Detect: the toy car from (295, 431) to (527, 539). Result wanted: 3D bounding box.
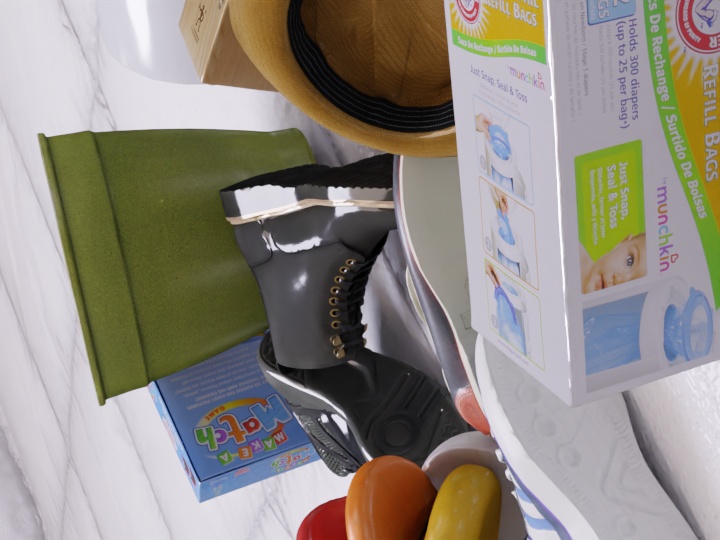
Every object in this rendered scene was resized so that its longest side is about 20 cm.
[{"bbox_3d":[0.031,0.202,1.081,0.175,0.148,0.202,-59,-30,-53],"label":"toy car"}]

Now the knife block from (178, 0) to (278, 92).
[{"bbox_3d":[-0.032,-0.189,1.010,0.177,0.198,0.064,-66,32,34],"label":"knife block"}]

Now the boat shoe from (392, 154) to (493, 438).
[{"bbox_3d":[0.061,0.004,1.044,0.202,0.071,0.062,71,163,-6],"label":"boat shoe"}]

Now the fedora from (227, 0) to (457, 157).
[{"bbox_3d":[0.026,-0.147,0.938,0.201,0.199,0.082,105,-176,-55],"label":"fedora"}]

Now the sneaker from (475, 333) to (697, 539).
[{"bbox_3d":[0.108,0.133,0.996,0.201,0.080,0.147,59,152,20],"label":"sneaker"}]

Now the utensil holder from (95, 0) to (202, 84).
[{"bbox_3d":[-0.103,-0.245,1.131,0.170,0.168,0.202,51,151,46],"label":"utensil holder"}]

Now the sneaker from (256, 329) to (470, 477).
[{"bbox_3d":[0.018,0.113,1.246,0.199,0.076,0.115,29,161,38],"label":"sneaker"}]

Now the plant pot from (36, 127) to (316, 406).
[{"bbox_3d":[-0.121,-0.023,1.290,0.200,0.191,0.203,166,90,-81],"label":"plant pot"}]

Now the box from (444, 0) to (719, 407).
[{"bbox_3d":[0.111,-0.060,0.787,0.101,0.111,0.202,-140,38,-58],"label":"box"}]

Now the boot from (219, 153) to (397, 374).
[{"bbox_3d":[0.000,0.000,1.153,0.199,0.077,0.140,-1,108,51],"label":"boot"}]

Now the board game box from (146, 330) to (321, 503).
[{"bbox_3d":[-0.095,0.069,1.384,0.037,0.150,0.201,99,148,-52],"label":"board game box"}]
